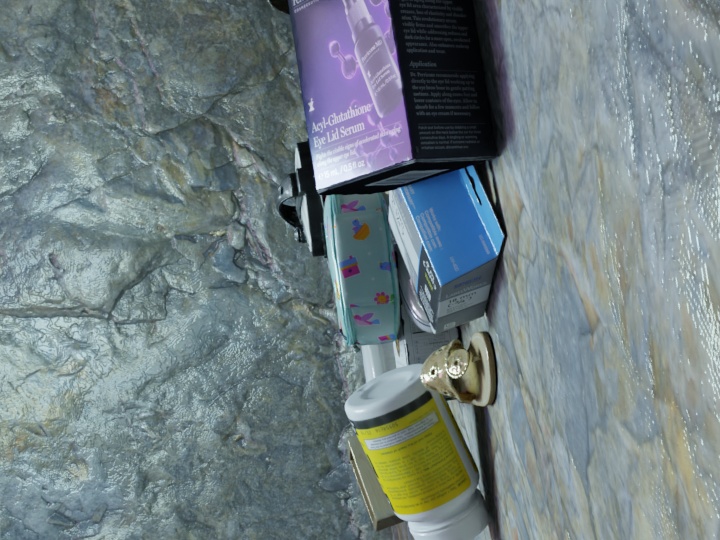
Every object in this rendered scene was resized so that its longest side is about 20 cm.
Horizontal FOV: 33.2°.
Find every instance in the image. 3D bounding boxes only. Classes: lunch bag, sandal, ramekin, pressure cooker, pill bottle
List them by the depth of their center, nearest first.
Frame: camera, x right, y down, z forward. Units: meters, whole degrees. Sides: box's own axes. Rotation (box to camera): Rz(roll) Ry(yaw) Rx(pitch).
[{"bbox_3d":[0.101,0.119,1.341,0.212,0.069,0.078,100,161,-78],"label":"sandal"},{"bbox_3d":[0.071,0.221,1.417,0.114,0.114,0.201,-121,6,-80],"label":"pill bottle"},{"bbox_3d":[0.000,0.000,1.483,0.160,0.077,0.201,117,147,-82],"label":"lunch bag"},{"bbox_3d":[-0.020,-0.107,1.691,0.179,0.199,0.176,-103,5,-58],"label":"pressure cooker"},{"bbox_3d":[0.061,0.173,1.886,0.202,0.094,0.203,172,90,-86],"label":"ramekin"}]

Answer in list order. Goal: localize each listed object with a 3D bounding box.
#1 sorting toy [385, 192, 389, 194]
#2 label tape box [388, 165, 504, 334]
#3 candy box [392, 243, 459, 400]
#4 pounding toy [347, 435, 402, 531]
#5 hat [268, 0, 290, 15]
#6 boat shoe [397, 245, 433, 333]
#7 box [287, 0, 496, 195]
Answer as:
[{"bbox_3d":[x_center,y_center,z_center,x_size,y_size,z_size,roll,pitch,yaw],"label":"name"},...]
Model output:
[{"bbox_3d":[0.058,-0.187,1.333,0.200,0.036,0.186,169,93,-71],"label":"sorting toy"},{"bbox_3d":[0.079,-0.043,1.198,0.200,0.063,0.145,88,162,-67],"label":"label tape box"},{"bbox_3d":[0.079,0.065,1.548,0.168,0.071,0.201,167,96,-86],"label":"candy box"},{"bbox_3d":[0.060,0.347,2.199,0.184,0.142,0.201,91,159,-71],"label":"pounding toy"},{"bbox_3d":[-0.016,-0.375,1.494,0.081,0.200,0.201,49,166,16],"label":"hat"},{"bbox_3d":[0.078,-0.027,1.421,0.070,0.071,0.201,83,-176,-65],"label":"boat shoe"},{"bbox_3d":[0.026,-0.182,1.099,0.148,0.104,0.201,-15,84,51],"label":"box"}]
